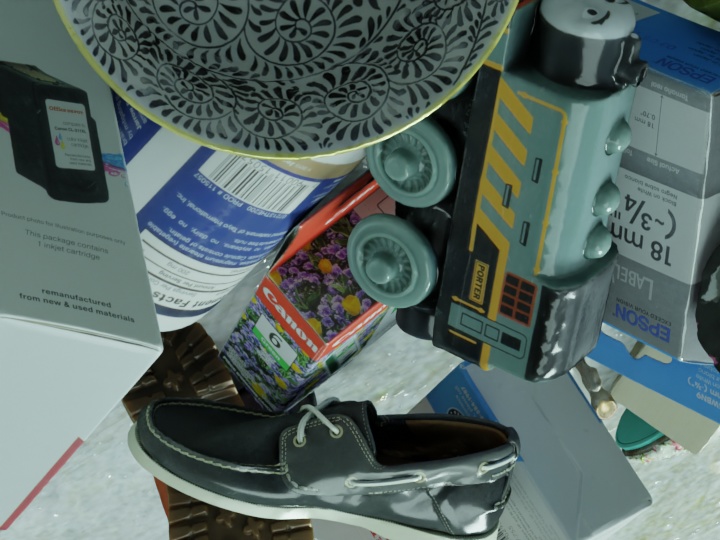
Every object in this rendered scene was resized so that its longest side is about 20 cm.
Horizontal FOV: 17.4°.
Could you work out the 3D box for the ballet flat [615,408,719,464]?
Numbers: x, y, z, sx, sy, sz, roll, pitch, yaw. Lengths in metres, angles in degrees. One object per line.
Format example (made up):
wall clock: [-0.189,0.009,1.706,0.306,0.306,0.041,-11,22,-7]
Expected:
ballet flat: [0.227,0.061,1.418,0.064,0.076,0.200,24,134,-12]

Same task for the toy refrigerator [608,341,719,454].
toy refrigerator: [0.224,0.004,1.299,0.070,0.076,0.200,34,123,4]

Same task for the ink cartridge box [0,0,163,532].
ink cartridge box: [-0.171,-0.010,1.035,0.083,0.200,0.146,14,134,-34]

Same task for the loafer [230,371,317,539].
loafer: [-0.036,0.125,1.403,0.072,0.063,0.200,-20,146,3]

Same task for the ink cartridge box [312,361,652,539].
ink cartridge box: [0.060,0.133,1.309,0.068,0.116,0.200,-22,165,-38]

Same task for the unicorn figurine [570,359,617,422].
unicorn figurine: [0.112,0.085,1.378,0.074,0.137,0.201,-11,127,-15]

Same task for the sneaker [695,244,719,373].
sneaker: [0.207,-0.046,1.021,0.086,0.080,0.200,-20,137,-47]

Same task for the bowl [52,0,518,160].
bowl: [-0.032,-0.150,0.966,0.200,0.201,0.094,-17,-170,-2]

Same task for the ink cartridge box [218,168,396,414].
ink cartridge box: [0.000,0.000,1.170,0.109,0.050,0.200,-38,174,-23]

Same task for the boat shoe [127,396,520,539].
boat shoe: [-0.017,0.089,1.194,0.199,0.072,0.068,12,122,-10]

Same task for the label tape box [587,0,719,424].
label tape box: [0.118,-0.023,1.099,0.063,0.144,0.201,-24,128,-38]

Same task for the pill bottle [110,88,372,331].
pill bottle: [-0.087,-0.042,1.105,0.111,0.111,0.200,16,133,-39]

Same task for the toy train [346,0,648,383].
toy train: [0.065,-0.046,1.039,0.085,0.114,0.201,-34,142,-50]

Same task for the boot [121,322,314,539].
boot: [-0.073,0.126,1.274,0.075,0.200,0.107,-20,153,-7]

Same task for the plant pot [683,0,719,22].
plant pot: [0.248,-0.154,1.062,0.189,0.200,0.200,14,136,-20]
